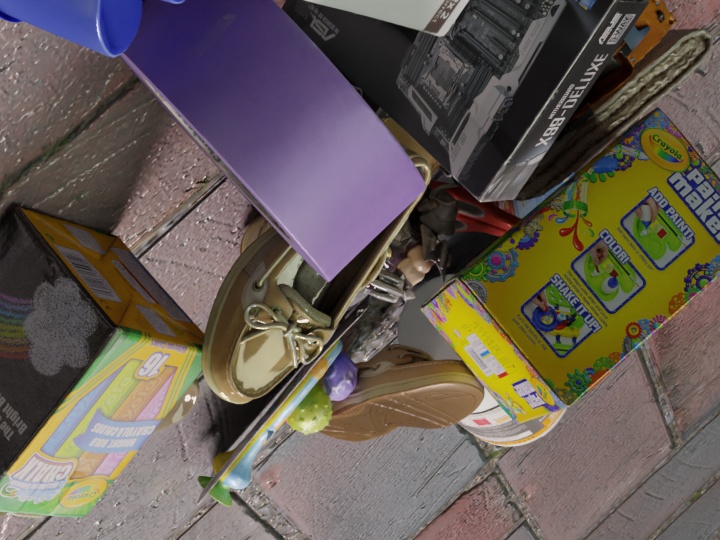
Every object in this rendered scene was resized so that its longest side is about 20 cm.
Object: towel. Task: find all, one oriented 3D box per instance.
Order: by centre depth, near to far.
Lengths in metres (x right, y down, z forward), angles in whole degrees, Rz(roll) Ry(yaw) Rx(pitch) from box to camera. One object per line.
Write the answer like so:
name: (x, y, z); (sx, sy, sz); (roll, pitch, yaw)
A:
towel: (0.170, -0.126, 1.763); (0.200, 0.035, 0.132); (-40, -161, -14)

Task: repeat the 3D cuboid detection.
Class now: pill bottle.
pill bottle: (0.107, 0.076, 1.956); (0.116, 0.116, 0.200); (-45, 155, 2)

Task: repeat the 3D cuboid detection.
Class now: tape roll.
tape roll: (-0.057, -0.095, 1.369); (0.085, 0.200, 0.200); (-42, 154, -3)

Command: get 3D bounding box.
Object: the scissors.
scissors: (0.132, -0.031, 1.785); (0.073, 0.198, 0.014); (98, 9, -65)

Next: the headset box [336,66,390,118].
headset box: (0.078, -0.205, 1.545); (0.148, 0.075, 0.201); (-8, 136, -52)

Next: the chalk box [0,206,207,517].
chalk box: (-0.216, 0.080, 1.482); (0.200, 0.125, 0.124); (-50, 154, 13)

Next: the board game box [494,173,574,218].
board game box: (0.155, -0.004, 1.881); (0.103, 0.019, 0.202); (-39, 127, -45)

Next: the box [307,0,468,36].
box: (0.016, -0.262, 1.307); (0.200, 0.131, 0.199); (-54, 153, 18)

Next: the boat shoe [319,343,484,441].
boat shoe: (0.028, 0.090, 1.828); (0.071, 0.065, 0.199); (25, 155, -31)

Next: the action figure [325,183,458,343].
action figure: (0.000, 0.000, 1.694); (0.200, 0.069, 0.130); (-40, -163, 20)

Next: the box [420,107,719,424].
box: (0.164, 0.001, 1.668); (0.192, 0.122, 0.200); (-41, 179, -9)

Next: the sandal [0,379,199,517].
sandal: (-0.191, 0.129, 1.669); (0.199, 0.054, 0.081); (-25, 148, -35)

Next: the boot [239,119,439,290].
boot: (0.005, -0.052, 1.587); (0.200, 0.073, 0.155); (-39, -167, -1)

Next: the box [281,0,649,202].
box: (0.061, -0.167, 1.434); (0.050, 0.200, 0.158); (-6, 136, -56)

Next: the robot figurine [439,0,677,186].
robot figurine: (0.136, -0.138, 1.700); (0.200, 0.058, 0.145); (-41, -165, -15)

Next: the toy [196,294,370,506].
toy: (-0.049, 0.112, 1.814); (0.200, 0.047, 0.115); (-46, -176, 8)

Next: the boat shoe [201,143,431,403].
boat shoe: (-0.028, 0.002, 1.465); (0.073, 0.063, 0.201); (42, 82, -33)

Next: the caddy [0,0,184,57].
caddy: (-0.141, -0.213, 1.185); (0.141, 0.104, 0.201); (-48, 158, -46)
